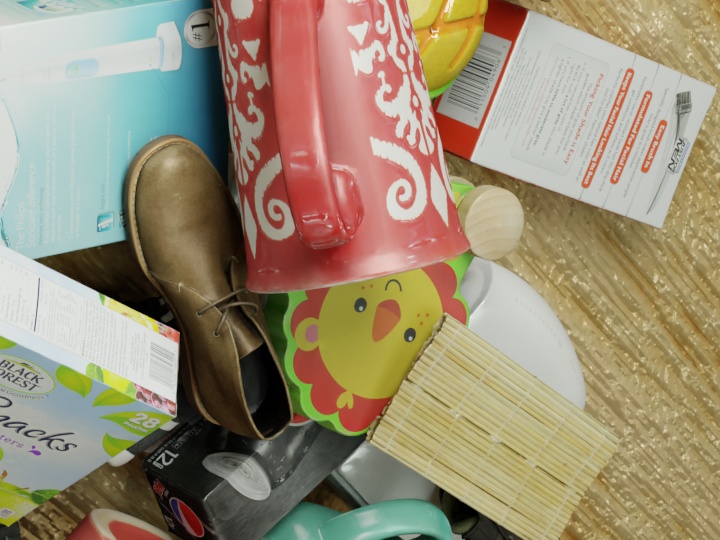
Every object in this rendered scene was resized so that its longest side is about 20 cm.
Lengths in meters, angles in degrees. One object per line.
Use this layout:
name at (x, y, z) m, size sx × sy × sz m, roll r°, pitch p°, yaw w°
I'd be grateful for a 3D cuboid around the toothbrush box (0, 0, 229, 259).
toothbrush box at (-0.180, -0.092, 1.503) m, size 0.199 × 0.085 × 0.147 m, roll -15°, pitch 117°, yaw -34°

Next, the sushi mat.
sushi mat at (0.089, 0.109, 1.665) m, size 0.200 × 0.012 × 0.096 m, roll 35°, pitch 89°, yaw -40°

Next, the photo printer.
photo printer at (0.066, 0.099, 1.789) m, size 0.200 × 0.069 × 0.167 m, roll -48°, pitch 131°, yaw -11°

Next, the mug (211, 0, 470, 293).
mug at (-0.011, -0.098, 1.455) m, size 0.133 × 0.177 × 0.201 m, roll -12°, pitch 96°, yaw -19°

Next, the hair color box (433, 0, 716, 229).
hair color box at (0.146, -0.109, 1.769) m, size 0.200 × 0.064 × 0.111 m, roll 17°, pitch 96°, yaw -40°

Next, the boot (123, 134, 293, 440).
boot at (-0.083, 0.012, 1.521) m, size 0.073 × 0.075 × 0.201 m, roll -28°, pitch 119°, yaw -20°

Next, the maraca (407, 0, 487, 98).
maraca at (0.009, -0.198, 1.597) m, size 0.200 × 0.107 × 0.137 m, roll 55°, pitch 46°, yaw -26°

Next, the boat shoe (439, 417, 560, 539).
boat shoe at (0.083, 0.154, 1.738) m, size 0.066 × 0.072 × 0.201 m, roll -32°, pitch 131°, yaw -9°

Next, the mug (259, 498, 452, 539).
mug at (-0.038, 0.218, 1.704) m, size 0.114 × 0.152 × 0.186 m, roll 25°, pitch 88°, yaw -36°

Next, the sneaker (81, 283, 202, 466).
sneaker at (-0.153, 0.028, 1.569) m, size 0.112 × 0.073 × 0.200 m, roll -32°, pitch 136°, yaw 0°

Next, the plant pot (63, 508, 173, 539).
plant pot at (-0.153, 0.260, 1.592) m, size 0.200 × 0.200 × 0.178 m, roll 27°, pitch 95°, yaw -42°

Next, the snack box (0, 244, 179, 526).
snack box at (-0.232, 0.057, 1.461) m, size 0.200 × 0.068 × 0.168 m, roll 28°, pitch 135°, yaw -35°

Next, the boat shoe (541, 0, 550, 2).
boat shoe at (0.075, -0.263, 1.597) m, size 0.072 × 0.072 × 0.200 m, roll -41°, pitch 98°, yaw 10°

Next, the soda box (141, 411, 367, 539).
soda box at (-0.046, 0.097, 1.660) m, size 0.200 × 0.063 × 0.071 m, roll -42°, pitch 137°, yaw -26°

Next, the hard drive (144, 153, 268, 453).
hard drive at (-0.069, 0.033, 1.685) m, size 0.132 × 0.026 × 0.201 m, roll 15°, pitch 98°, yaw -41°

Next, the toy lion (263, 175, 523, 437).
toy lion at (0.000, 0.000, 1.604) m, size 0.200 × 0.069 × 0.192 m, roll 39°, pitch 78°, yaw -33°

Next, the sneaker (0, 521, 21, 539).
sneaker at (-0.271, 0.151, 1.551) m, size 0.099 × 0.071 × 0.200 m, roll -43°, pitch 135°, yaw -18°
